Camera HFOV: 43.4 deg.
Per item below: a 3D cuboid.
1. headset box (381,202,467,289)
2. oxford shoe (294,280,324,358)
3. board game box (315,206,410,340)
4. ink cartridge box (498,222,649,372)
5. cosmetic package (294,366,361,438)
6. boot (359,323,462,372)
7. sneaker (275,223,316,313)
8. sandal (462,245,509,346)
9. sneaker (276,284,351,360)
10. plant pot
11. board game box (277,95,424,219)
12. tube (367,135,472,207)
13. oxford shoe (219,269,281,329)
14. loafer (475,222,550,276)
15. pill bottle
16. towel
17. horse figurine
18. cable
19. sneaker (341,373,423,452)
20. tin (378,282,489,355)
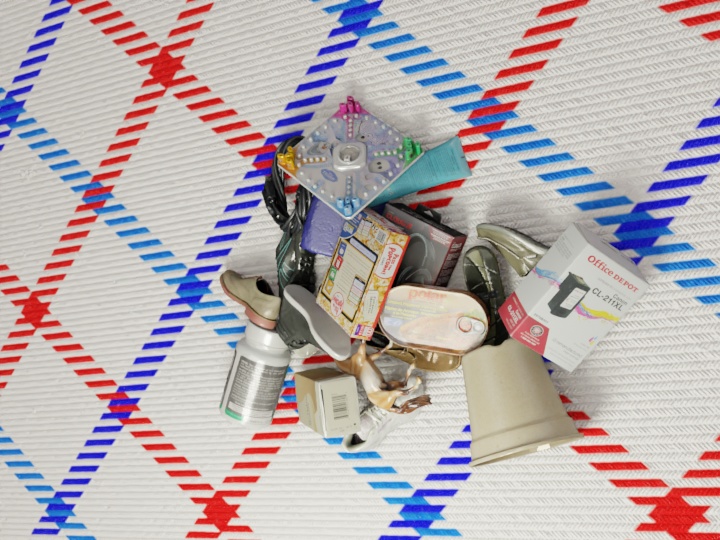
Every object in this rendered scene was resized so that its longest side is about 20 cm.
[{"bbox_3d":[0.093,-0.021,1.655,0.148,0.077,0.202,29,107,23],"label":"headset box"},{"bbox_3d":[-0.080,0.086,1.760,0.075,0.058,0.201,40,111,17],"label":"oxford shoe"},{"bbox_3d":[0.000,0.000,1.621,0.151,0.046,0.202,41,114,53],"label":"board game box"},{"bbox_3d":[0.348,0.044,1.487,0.145,0.083,0.201,30,111,-21],"label":"ink cartridge box"},{"bbox_3d":[-0.064,0.242,1.686,0.070,0.200,0.106,-7,90,-17],"label":"cosmetic package"},{"bbox_3d":[0.088,0.145,1.669,0.198,0.075,0.074,15,98,24],"label":"boot"},{"bbox_3d":[-0.130,-0.006,1.783,0.079,0.075,0.202,22,100,42],"label":"sneaker"},{"bbox_3d":[0.222,0.052,1.603,0.079,0.057,0.203,-3,103,5],"label":"sandal"},{"bbox_3d":[-0.089,0.123,1.698,0.200,0.070,0.100,46,130,35],"label":"sneaker"},{"bbox_3d":[0.255,0.219,1.537,0.199,0.200,0.185,-23,72,26],"label":"plant pot"},{"bbox_3d":[-0.020,-0.212,1.642,0.200,0.026,0.200,-42,60,-17],"label":"board game box"},{"bbox_3d":[0.097,-0.173,1.642,0.198,0.050,0.078,-20,88,5],"label":"tube"},{"bbox_3d":[-0.213,0.039,1.800,0.200,0.070,0.075,38,106,42],"label":"oxford shoe"},{"bbox_3d":[0.281,-0.024,1.560,0.199,0.075,0.070,28,101,23],"label":"loafer"},{"bbox_3d":[-0.203,0.201,1.797,0.112,0.113,0.202,23,103,24],"label":"pill bottle"},{"bbox_3d":[-0.023,-0.120,1.706,0.146,0.050,0.202,15,98,4],"label":"towel"},{"bbox_3d":[0.037,0.189,1.639,0.200,0.050,0.133,49,117,13],"label":"horse figurine"},{"bbox_3d":[-0.125,-0.159,1.724,0.164,0.050,0.201,-52,40,30],"label":"cable"},{"bbox_3d":[0.042,0.275,1.686,0.075,0.099,0.200,47,110,18],"label":"sneaker"},{"bbox_3d":[0.129,0.082,1.585,0.198,0.042,0.113,9,109,18],"label":"tin"}]
